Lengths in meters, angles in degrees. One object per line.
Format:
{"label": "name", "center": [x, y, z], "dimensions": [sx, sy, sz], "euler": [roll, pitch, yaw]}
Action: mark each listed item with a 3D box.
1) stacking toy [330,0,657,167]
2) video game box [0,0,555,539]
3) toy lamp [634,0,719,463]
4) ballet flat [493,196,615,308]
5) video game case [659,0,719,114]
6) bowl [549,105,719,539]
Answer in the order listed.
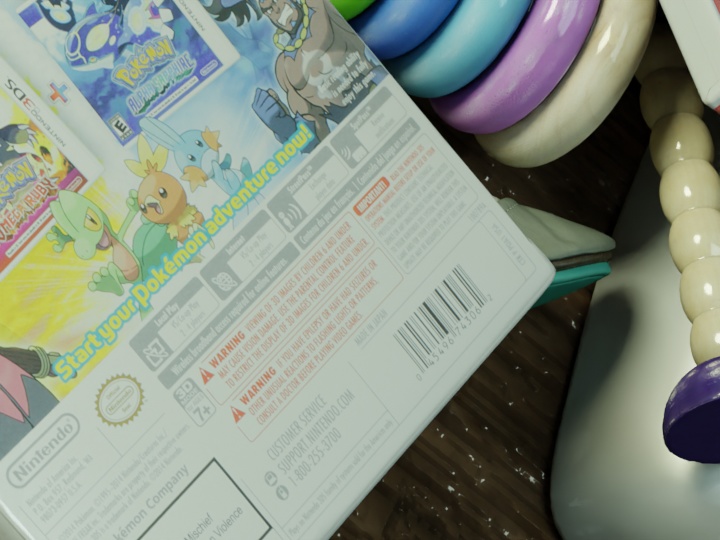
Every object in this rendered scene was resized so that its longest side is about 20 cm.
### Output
{"label": "stacking toy", "center": [-0.005, -0.112, 0.943], "dimensions": [0.200, 0.085, 0.086], "euler": [29, 67, -25]}
{"label": "video game box", "center": [-0.062, -0.005, 0.817], "dimensions": [0.182, 0.047, 0.200], "euler": [52, 51, -9]}
{"label": "toy lamp", "center": [0.106, -0.036, 0.994], "dimensions": [0.058, 0.058, 0.201], "euler": [16, 52, -34]}
{"label": "ballet flat", "center": [0.000, 0.000, 0.936], "dimensions": [0.199, 0.067, 0.064], "euler": [-21, 86, -38]}
{"label": "video game case", "center": [0.165, -0.060, 1.003], "dimensions": [0.200, 0.017, 0.143], "euler": [31, 29, -35]}
{"label": "bowl", "center": [0.176, 0.044, 1.055], "dimensions": [0.199, 0.075, 0.201], "euler": [33, 64, -29]}
